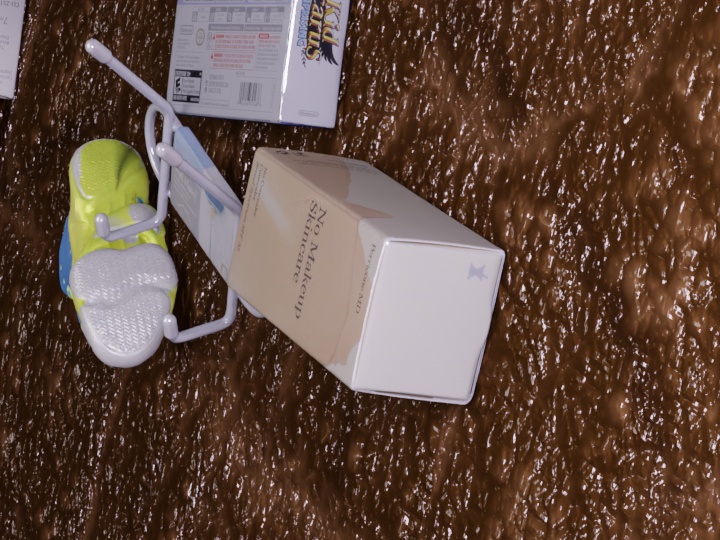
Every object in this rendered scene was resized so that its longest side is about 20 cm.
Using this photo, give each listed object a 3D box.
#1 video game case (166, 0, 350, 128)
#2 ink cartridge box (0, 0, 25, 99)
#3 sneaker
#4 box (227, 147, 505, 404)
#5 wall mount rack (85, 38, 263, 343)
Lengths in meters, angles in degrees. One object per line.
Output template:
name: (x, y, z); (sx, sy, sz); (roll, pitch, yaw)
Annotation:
video game case: (-0.063, -0.188, 1.817); (0.200, 0.045, 0.182); (12, 97, 64)
ink cartridge box: (-0.350, -0.161, 2.404); (0.200, 0.045, 0.177); (16, 98, 64)
sneaker: (-0.176, 0.007, 1.994); (0.105, 0.075, 0.200); (108, 162, -49)
box: (0.000, 0.000, 1.606); (0.200, 0.078, 0.095); (34, 114, 62)
wall mount rack: (-0.126, -0.056, 1.825); (0.200, 0.074, 0.174); (53, 149, 40)
